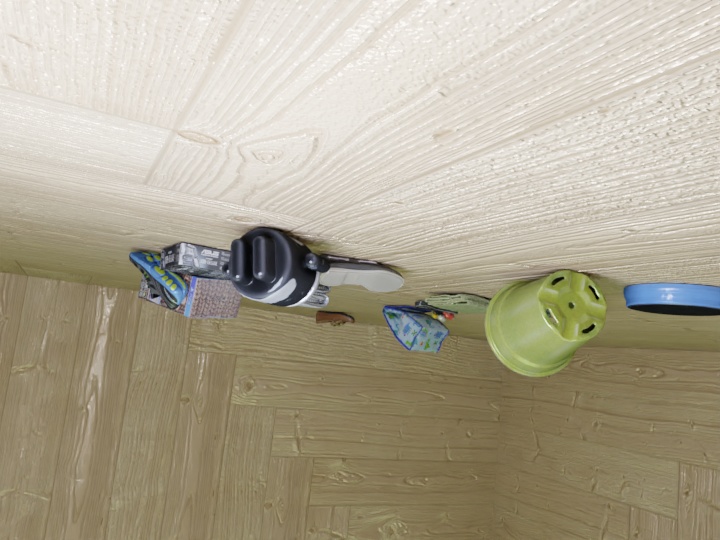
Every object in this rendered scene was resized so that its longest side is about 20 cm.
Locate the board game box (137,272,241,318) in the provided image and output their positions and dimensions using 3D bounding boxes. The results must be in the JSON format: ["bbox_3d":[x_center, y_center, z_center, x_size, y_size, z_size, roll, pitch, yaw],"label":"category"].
[{"bbox_3d":[-0.423,0.048,1.505,0.199,0.097,0.159,15,-176,32],"label":"board game box"}]

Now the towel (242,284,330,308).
[{"bbox_3d":[-0.188,0.042,1.537,0.165,0.086,0.200,4,173,24],"label":"towel"}]

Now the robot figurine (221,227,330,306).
[{"bbox_3d":[-0.147,-0.005,1.035,0.150,0.125,0.200,35,-177,22],"label":"robot figurine"}]

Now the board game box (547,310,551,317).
[{"bbox_3d":[0.543,0.110,1.624,0.199,0.028,0.135,1,170,31],"label":"board game box"}]

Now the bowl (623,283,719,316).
[{"bbox_3d":[0.625,0.060,1.181,0.199,0.040,0.201,6,172,1],"label":"bowl"}]

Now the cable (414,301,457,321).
[{"bbox_3d":[0.250,0.134,1.939,0.097,0.051,0.200,0,171,31],"label":"cable"}]

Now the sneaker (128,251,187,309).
[{"bbox_3d":[-0.481,0.019,1.402,0.199,0.083,0.071,39,-154,26],"label":"sneaker"}]

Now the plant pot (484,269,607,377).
[{"bbox_3d":[0.363,0.089,1.141,0.199,0.202,0.184,7,161,-7],"label":"plant pot"}]

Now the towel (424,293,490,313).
[{"bbox_3d":[0.292,0.091,1.664,0.199,0.037,0.148,14,168,-41],"label":"towel"}]

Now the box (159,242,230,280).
[{"bbox_3d":[-0.332,-0.014,1.354,0.199,0.050,0.157,11,170,-31],"label":"box"}]

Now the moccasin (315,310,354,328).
[{"bbox_3d":[-0.121,0.235,2.826,0.200,0.078,0.074,3,171,20],"label":"moccasin"}]

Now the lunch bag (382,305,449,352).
[{"bbox_3d":[0.193,0.196,2.173,0.170,0.128,0.200,14,-162,-43],"label":"lunch bag"}]

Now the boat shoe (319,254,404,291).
[{"bbox_3d":[0.000,0.000,1.233,0.199,0.057,0.067,7,137,-29],"label":"boat shoe"}]
